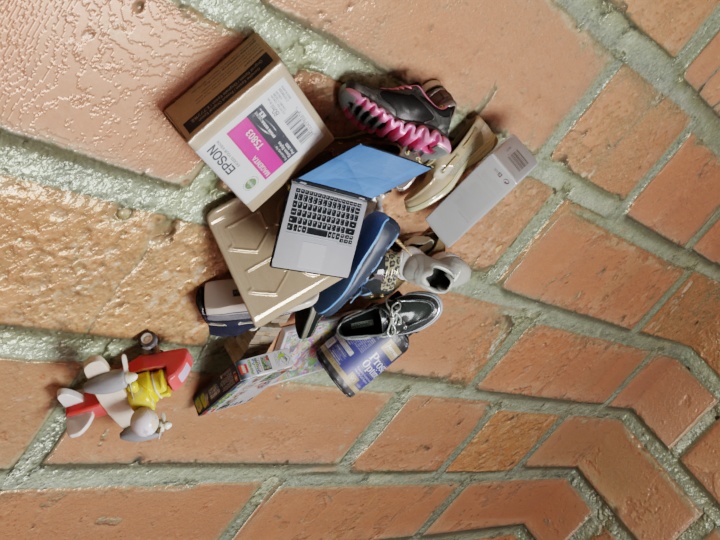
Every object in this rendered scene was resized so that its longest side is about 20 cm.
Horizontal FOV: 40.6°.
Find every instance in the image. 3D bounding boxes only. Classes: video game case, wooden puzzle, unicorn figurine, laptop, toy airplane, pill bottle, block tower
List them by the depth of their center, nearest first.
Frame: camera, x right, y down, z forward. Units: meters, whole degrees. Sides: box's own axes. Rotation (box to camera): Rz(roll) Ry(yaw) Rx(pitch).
[{"bbox_3d":[-0.013,-0.081,1.431,0.186,0.115,0.204,9,97,-52],"label":"laptop"},{"bbox_3d":[-0.126,-0.041,1.507,0.183,0.046,0.203,-29,112,-20],"label":"wooden puzzle"},{"bbox_3d":[-0.369,0.205,1.520,0.198,0.142,0.201,3,129,-48],"label":"toy airplane"},{"bbox_3d":[0.008,-0.091,1.632,0.196,0.075,0.138,-4,144,-23],"label":"unicorn figurine"},{"bbox_3d":[-0.158,0.071,1.658,0.053,0.058,0.201,6,128,-48],"label":"block tower"},{"bbox_3d":[0.021,0.134,1.832,0.199,0.112,0.112,-40,148,-1],"label":"pill bottle"},{"bbox_3d":[-0.082,0.144,1.858,0.197,0.018,0.145,-13,138,-37],"label":"video game case"}]

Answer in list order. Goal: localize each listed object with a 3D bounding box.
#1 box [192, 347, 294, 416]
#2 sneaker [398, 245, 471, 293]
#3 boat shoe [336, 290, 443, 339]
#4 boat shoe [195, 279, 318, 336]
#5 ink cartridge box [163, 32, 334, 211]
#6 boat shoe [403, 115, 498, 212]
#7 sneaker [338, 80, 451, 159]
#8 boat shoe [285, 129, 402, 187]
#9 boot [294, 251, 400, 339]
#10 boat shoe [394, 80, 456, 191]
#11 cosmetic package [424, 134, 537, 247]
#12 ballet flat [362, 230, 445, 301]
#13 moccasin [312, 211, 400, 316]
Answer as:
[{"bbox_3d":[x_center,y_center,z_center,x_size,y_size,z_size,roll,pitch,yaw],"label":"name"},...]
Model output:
[{"bbox_3d":[-0.207,0.197,1.703,0.109,0.035,0.200,-12,163,-36],"label":"box"},{"bbox_3d":[0.147,0.013,1.763,0.198,0.092,0.077,5,113,-48],"label":"sneaker"},{"bbox_3d":[0.051,0.083,1.739,0.195,0.075,0.068,-8,-178,7],"label":"boat shoe"},{"bbox_3d":[-0.165,0.057,1.584,0.195,0.076,0.093,-2,146,-4],"label":"boat shoe"},{"bbox_3d":[-0.146,-0.196,1.330,0.164,0.075,0.200,-42,149,0],"label":"ink cartridge box"},{"bbox_3d":[0.143,-0.181,1.665,0.199,0.072,0.065,-41,108,2],"label":"boat shoe"},{"bbox_3d":[0.057,-0.246,1.464,0.197,0.079,0.097,24,73,-25],"label":"sneaker"},{"bbox_3d":[-0.023,-0.167,1.479,0.198,0.067,0.073,-24,117,-28],"label":"boat shoe"},{"bbox_3d":[-0.025,0.041,1.706,0.151,0.074,0.206,5,125,-25],"label":"boot"},{"bbox_3d":[0.097,-0.206,1.582,0.071,0.060,0.202,-8,135,-40],"label":"boat shoe"},{"bbox_3d":[0.208,-0.137,1.695,0.200,0.074,0.101,-43,177,41],"label":"cosmetic package"},{"bbox_3d":[0.077,-0.018,1.787,0.198,0.068,0.073,-27,139,-24],"label":"ballet flat"},{"bbox_3d":[0.000,0.000,1.594,0.068,0.081,0.201,20,118,-45],"label":"moccasin"}]
